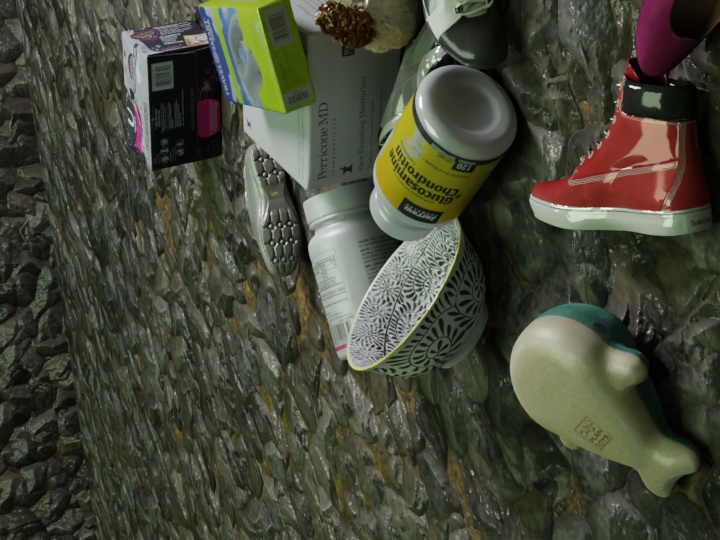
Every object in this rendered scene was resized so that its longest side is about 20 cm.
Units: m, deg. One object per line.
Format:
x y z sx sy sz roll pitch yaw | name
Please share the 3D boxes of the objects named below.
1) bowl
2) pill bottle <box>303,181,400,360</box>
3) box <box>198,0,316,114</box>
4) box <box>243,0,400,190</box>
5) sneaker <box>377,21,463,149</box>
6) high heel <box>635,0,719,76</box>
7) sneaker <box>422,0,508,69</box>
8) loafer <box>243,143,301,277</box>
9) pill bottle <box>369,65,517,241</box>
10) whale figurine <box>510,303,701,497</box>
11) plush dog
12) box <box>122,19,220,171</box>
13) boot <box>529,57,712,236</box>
0.081 0.046 1.420 0.201 0.094 0.202 -48 20 24 | bowl
0.000 0.000 1.582 0.113 0.112 0.203 -26 79 65 | pill bottle
-0.124 -0.253 1.469 0.199 0.047 0.123 22 131 60 | box
-0.052 -0.235 1.551 0.200 0.129 0.201 45 141 49 | box
0.070 -0.200 1.395 0.201 0.073 0.080 123 140 -51 | sneaker
0.269 -0.204 0.949 0.201 0.066 0.097 109 150 -45 | high heel
0.093 -0.296 1.260 0.089 0.073 0.202 104 145 -69 | sneaker
-0.132 -0.088 1.880 0.070 0.069 0.203 151 111 -70 | loafer
0.078 -0.115 1.348 0.113 0.111 0.200 66 151 21 | pill bottle
0.236 0.114 1.188 0.200 0.104 0.160 41 144 13 | whale figurine
0.009 -0.315 1.360 0.160 0.199 0.174 -27 83 43 | plush dog
-0.308 -0.285 2.069 0.115 0.131 0.202 43 139 47 | box
0.219 -0.110 1.114 0.199 0.072 0.146 5 107 56 | boot
